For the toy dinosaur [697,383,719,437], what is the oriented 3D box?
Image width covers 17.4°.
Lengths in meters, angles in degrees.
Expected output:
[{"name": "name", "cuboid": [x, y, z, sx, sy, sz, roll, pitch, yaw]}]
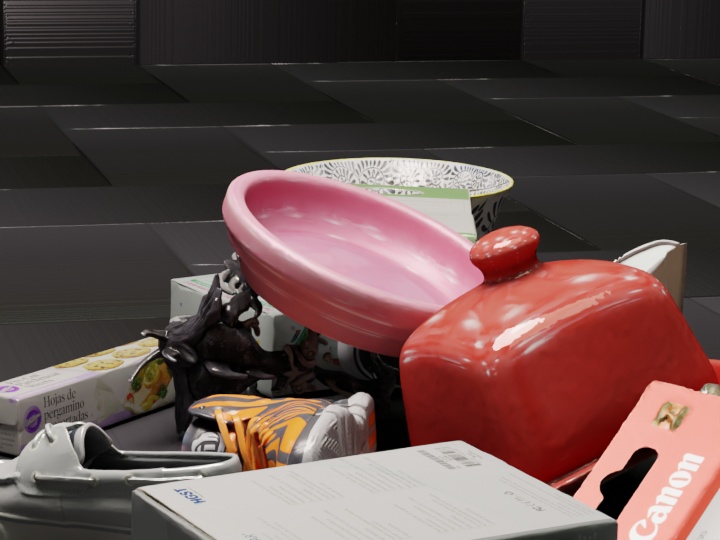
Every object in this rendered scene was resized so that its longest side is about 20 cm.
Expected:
[{"name": "toy dinosaur", "cuboid": [0.254, 0.142, 1.291, 0.088, 0.048, 0.200, 22, 19, -49]}]

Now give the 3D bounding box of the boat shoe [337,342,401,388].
[{"name": "boat shoe", "cuboid": [0.081, 0.054, 1.681, 0.199, 0.072, 0.068, 2, 8, -31]}]

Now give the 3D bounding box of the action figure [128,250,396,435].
[{"name": "action figure", "cuboid": [-0.066, 0.051, 1.573, 0.199, 0.120, 0.102, 6, 19, -25]}]

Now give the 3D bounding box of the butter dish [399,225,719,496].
[{"name": "butter dish", "cuboid": [0.106, 0.045, 1.401, 0.198, 0.149, 0.200, -25, 11, -21]}]

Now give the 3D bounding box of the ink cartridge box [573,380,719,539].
[{"name": "ink cartridge box", "cuboid": [0.200, 0.120, 1.219, 0.199, 0.057, 0.163, 18, 52, 30]}]

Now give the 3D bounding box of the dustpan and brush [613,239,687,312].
[{"name": "dustpan and brush", "cuboid": [0.132, 0.068, 1.567, 0.057, 0.140, 0.200, 33, 57, 29]}]

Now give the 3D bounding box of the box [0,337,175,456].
[{"name": "box", "cuboid": [-0.179, 0.081, 1.581, 0.041, 0.039, 0.199, 8, 14, 33]}]

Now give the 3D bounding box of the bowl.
[{"name": "bowl", "cuboid": [0.031, -0.034, 2.012, 0.199, 0.095, 0.201, 1, 12, 0]}]

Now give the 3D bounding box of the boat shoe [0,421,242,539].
[{"name": "boat shoe", "cuboid": [-0.156, 0.119, 1.333, 0.199, 0.069, 0.072, 7, 13, 26]}]

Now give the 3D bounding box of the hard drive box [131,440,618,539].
[{"name": "hard drive box", "cuboid": [0.005, 0.151, 1.182, 0.199, 0.077, 0.156, -5, 13, -28]}]

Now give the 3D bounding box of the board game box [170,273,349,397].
[{"name": "board game box", "cuboid": [-0.021, 0.038, 1.743, 0.199, 0.065, 0.147, -5, 13, -34]}]

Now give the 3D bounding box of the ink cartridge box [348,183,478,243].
[{"name": "ink cartridge box", "cuboid": [0.016, -0.028, 1.804, 0.144, 0.048, 0.200, 2, 10, 1]}]

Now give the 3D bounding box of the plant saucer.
[{"name": "plant saucer", "cuboid": [0.000, 0.000, 1.534, 0.199, 0.051, 0.201, 19, 20, -7]}]

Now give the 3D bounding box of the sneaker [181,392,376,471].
[{"name": "sneaker", "cuboid": [-0.055, 0.115, 1.387, 0.111, 0.078, 0.200, -1, 1, 7]}]
